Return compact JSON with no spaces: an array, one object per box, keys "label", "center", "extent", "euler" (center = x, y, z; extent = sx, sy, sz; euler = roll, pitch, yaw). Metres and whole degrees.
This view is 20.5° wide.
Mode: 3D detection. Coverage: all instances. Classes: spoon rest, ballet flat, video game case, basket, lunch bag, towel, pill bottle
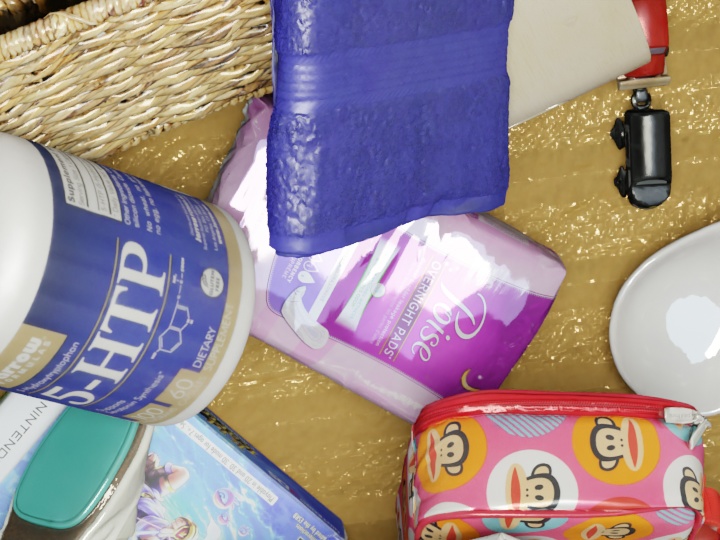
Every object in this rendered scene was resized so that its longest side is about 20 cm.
[{"label":"spoon rest","center":[0.216,-0.009,1.108],"extent":[0.099,0.061,0.200],"euler":[33,94,-7]},{"label":"ballet flat","center":[-0.158,0.149,1.051],"extent":[0.069,0.069,0.201],"euler":[29,68,-7]},{"label":"video game case","center":[-0.140,0.153,1.117],"extent":[0.200,0.045,0.181],"euler":[40,95,-8]},{"label":"basket","center":[-0.141,-0.151,1.001],"extent":[0.199,0.149,0.143],"euler":[-21,69,0]},{"label":"lunch bag","center":[0.109,0.129,1.052],"extent":[0.175,0.200,0.082],"euler":[1,65,-3]},{"label":"towel","center":[0.012,-0.115,0.950],"extent":[0.147,0.049,0.201],"euler":[-15,116,-38]},{"label":"pill bottle","center":[-0.161,0.000,0.965],"extent":[0.199,0.120,0.120],"euler":[18,98,-40]}]

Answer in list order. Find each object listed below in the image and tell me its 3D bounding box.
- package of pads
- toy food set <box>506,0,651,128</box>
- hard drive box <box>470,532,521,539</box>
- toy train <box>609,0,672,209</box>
[{"label":"package of pads","center":[0.000,0.000,1.088],"extent":[0.199,0.076,0.121],"euler":[29,99,-7]},{"label":"toy food set","center":[0.048,-0.162,1.014],"extent":[0.143,0.060,0.201],"euler":[-24,109,4]},{"label":"hard drive box","center":[0.057,0.205,1.026],"extent":[0.155,0.200,0.077],"euler":[-18,64,26]},{"label":"toy train","center":[0.152,-0.133,1.093],"extent":[0.034,0.046,0.201],"euler":[-5,98,-3]}]
